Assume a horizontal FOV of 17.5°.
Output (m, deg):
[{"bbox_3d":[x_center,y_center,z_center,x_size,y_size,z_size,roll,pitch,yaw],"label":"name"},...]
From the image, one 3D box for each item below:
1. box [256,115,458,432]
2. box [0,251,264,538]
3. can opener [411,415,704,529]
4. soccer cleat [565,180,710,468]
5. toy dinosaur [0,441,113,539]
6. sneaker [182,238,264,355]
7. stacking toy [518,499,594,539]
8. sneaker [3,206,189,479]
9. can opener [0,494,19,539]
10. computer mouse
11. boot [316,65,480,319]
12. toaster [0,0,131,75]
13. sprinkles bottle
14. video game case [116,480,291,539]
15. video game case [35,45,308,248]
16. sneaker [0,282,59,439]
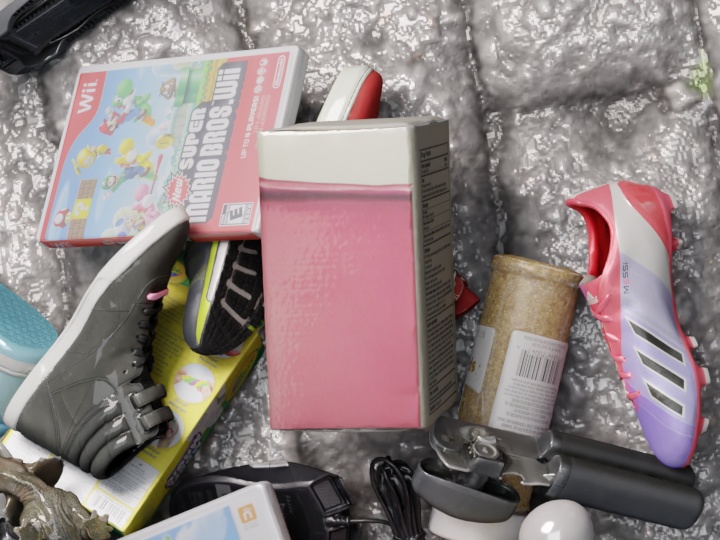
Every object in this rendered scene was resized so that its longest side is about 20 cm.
[{"bbox_3d":[0.000,0.000,1.562,0.109,0.128,0.201,-1,95,13],"label":"box"},{"bbox_3d":[-0.157,0.081,1.677,0.117,0.048,0.200,31,77,14],"label":"box"},{"bbox_3d":[0.131,0.146,1.583,0.199,0.053,0.067,15,121,-18],"label":"can opener"},{"bbox_3d":[0.187,0.037,1.599,0.076,0.067,0.201,-3,80,-18],"label":"soccer cleat"},{"bbox_3d":[-0.200,0.201,1.582,0.077,0.102,0.201,-21,96,-9],"label":"toy dinosaur"},{"bbox_3d":[-0.107,-0.031,1.672,0.081,0.074,0.201,-8,61,26],"label":"sneaker"},{"bbox_3d":[0.095,0.237,1.561,0.146,0.146,0.200,40,107,13],"label":"stacking toy"},{"bbox_3d":[-0.152,0.057,1.606,0.099,0.071,0.200,38,103,11],"label":"sneaker"},{"bbox_3d":[-0.273,0.199,1.709,0.200,0.067,0.053,-43,122,10],"label":"can opener"},{"bbox_3d":[-0.032,0.194,1.663,0.199,0.046,0.141,-8,110,26],"label":"computer mouse"},{"bbox_3d":[0.025,-0.037,1.653,0.144,0.072,0.201,14,95,11],"label":"boot"},{"bbox_3d":[-0.238,-0.235,1.706,0.200,0.114,0.129,-33,76,12],"label":"toaster"},{"bbox_3d":[0.102,0.092,1.624,0.068,0.068,0.201,13,89,14],"label":"sprinkles bottle"},{"bbox_3d":[-0.122,0.264,1.600,0.199,0.022,0.183,-23,77,15],"label":"video game case"},{"bbox_3d":[-0.135,-0.086,1.664,0.199,0.017,0.144,-2,66,33],"label":"video game case"},{"bbox_3d":[-0.312,0.055,1.725,0.200,0.079,0.131,41,120,34],"label":"sneaker"}]
